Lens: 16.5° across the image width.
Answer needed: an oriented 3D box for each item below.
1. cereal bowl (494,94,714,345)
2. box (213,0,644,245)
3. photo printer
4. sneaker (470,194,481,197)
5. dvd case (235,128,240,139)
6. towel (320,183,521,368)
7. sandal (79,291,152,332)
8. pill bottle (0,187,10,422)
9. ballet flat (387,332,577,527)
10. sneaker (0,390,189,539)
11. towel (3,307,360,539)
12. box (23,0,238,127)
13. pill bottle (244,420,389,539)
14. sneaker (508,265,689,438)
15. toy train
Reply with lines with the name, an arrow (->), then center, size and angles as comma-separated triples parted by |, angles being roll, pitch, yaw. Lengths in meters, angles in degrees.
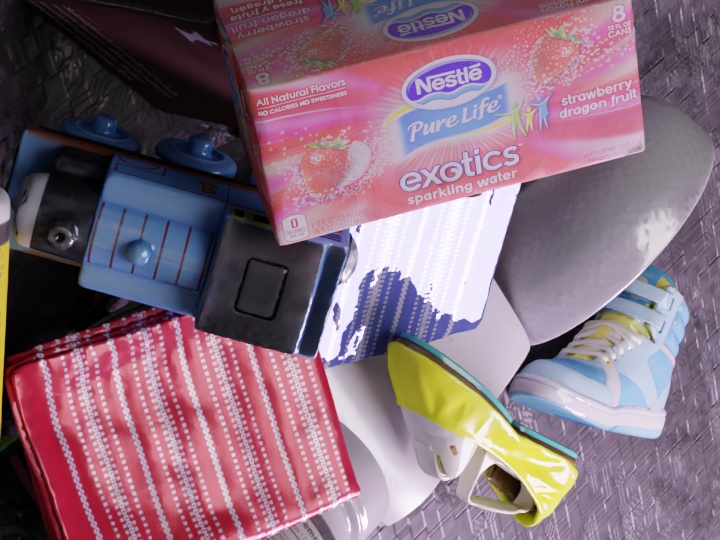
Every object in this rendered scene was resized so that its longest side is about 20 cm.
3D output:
cereal bowl -> 0.144, -0.048, 1.709 | 0.083, 0.200, 0.200 | 43, 63, -16
box -> 0.036, -0.101, 1.270 | 0.200, 0.095, 0.103 | -14, 128, -6
photo printer -> 0.013, 0.054, 1.602 | 0.166, 0.069, 0.200 | 57, 46, -19
sneaker -> 0.043, -0.109, 1.366 | 0.089, 0.078, 0.200 | -63, 142, -21
dvd case -> 0.001, -0.165, 1.508 | 0.022, 0.146, 0.200 | 10, 92, -49
towel -> 0.000, 0.000, 1.478 | 0.200, 0.024, 0.145 | -13, 137, -27
sandal -> -0.121, 0.027, 1.475 | 0.201, 0.057, 0.080 | -41, 132, -15
pill bottle -> -0.242, 0.053, 1.290 | 0.114, 0.114, 0.200 | -10, 109, -50
ballet flat -> 0.071, 0.109, 1.558 | 0.200, 0.067, 0.067 | 38, 80, -47
sneaker -> -0.169, 0.127, 1.406 | 0.077, 0.084, 0.200 | 30, 98, -39
towel -> -0.096, 0.090, 1.369 | 0.200, 0.022, 0.145 | -19, 97, -34
box -> -0.060, -0.200, 1.403 | 0.166, 0.164, 0.200 | 39, 71, -51
pill bottle -> -0.078, 0.173, 1.449 | 0.200, 0.114, 0.114 | -44, 132, -35
sneaker -> 0.181, 0.052, 1.861 | 0.200, 0.079, 0.131 | 16, 90, -62
toy train -> -0.098, -0.022, 1.324 | 0.114, 0.200, 0.087 | -91, -162, -72
